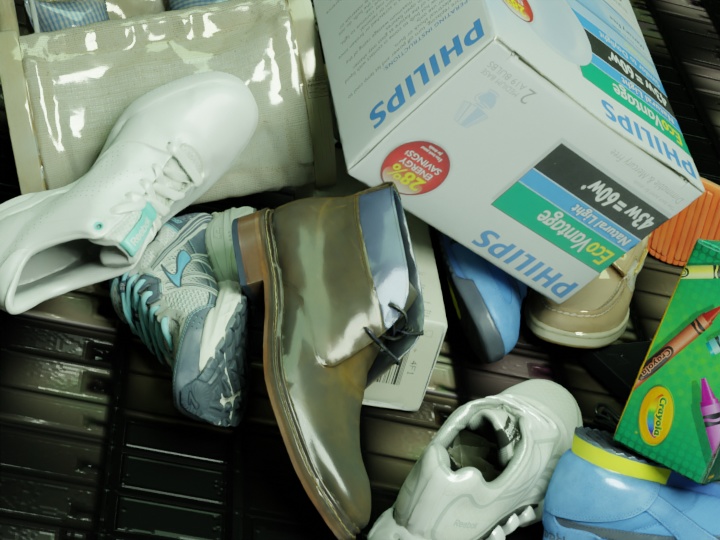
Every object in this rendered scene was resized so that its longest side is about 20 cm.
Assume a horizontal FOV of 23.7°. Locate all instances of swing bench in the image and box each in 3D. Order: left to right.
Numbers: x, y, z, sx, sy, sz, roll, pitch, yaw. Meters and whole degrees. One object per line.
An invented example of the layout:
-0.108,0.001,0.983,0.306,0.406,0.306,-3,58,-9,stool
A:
-0.134,-0.135,1.122,0.197,0.131,0.200,-11,34,-9,swing bench

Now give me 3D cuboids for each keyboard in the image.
0.207,0.110,1.069,0.126,0.021,0.200,-2,34,-40,keyboard

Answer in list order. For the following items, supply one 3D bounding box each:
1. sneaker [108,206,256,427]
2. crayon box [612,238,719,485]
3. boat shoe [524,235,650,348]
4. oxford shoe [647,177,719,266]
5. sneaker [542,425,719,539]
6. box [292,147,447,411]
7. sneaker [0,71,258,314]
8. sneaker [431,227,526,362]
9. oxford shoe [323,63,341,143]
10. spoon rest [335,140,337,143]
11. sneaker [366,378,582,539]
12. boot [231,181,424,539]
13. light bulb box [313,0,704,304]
-0.106,0.029,1.005,0.086,0.078,0.200,1,26,-2,sneaker
0.221,0.048,0.984,0.058,0.120,0.200,26,11,24,crayon box
0.159,-0.011,1.181,0.073,0.070,0.200,11,26,12,boat shoe
0.216,-0.058,1.300,0.199,0.072,0.073,19,25,2,oxford shoe
0.194,0.150,0.960,0.199,0.079,0.066,17,5,-14,sneaker
0.000,0.000,1.092,0.082,0.069,0.200,11,30,-10,box
-0.134,-0.037,1.002,0.200,0.075,0.088,-37,32,-8,sneaker
0.089,-0.016,1.138,0.078,0.066,0.201,-14,32,2,sneaker
0.032,-0.103,1.217,0.200,0.075,0.058,22,19,-52,oxford shoe
-0.069,-0.156,1.339,0.099,0.061,0.201,5,46,-17,spoon rest
0.079,0.102,0.956,0.075,0.082,0.200,26,30,18,sneaker
-0.003,0.042,0.936,0.096,0.075,0.201,-20,66,7,boot
0.085,-0.121,1.059,0.198,0.125,0.201,30,33,-35,light bulb box
